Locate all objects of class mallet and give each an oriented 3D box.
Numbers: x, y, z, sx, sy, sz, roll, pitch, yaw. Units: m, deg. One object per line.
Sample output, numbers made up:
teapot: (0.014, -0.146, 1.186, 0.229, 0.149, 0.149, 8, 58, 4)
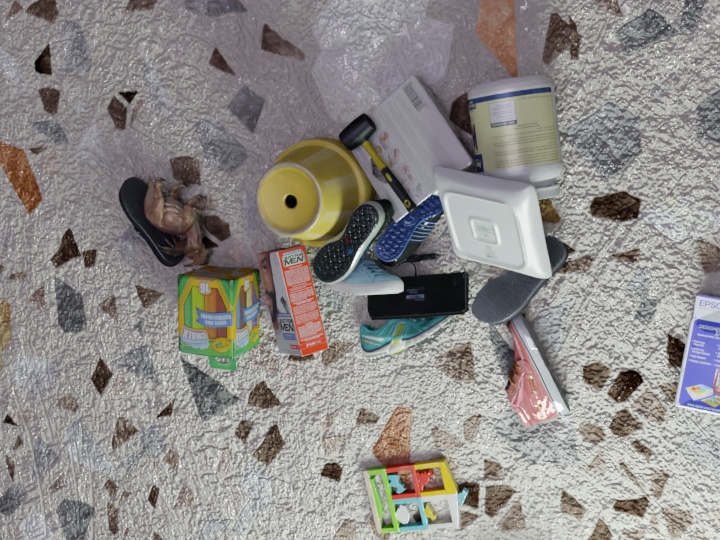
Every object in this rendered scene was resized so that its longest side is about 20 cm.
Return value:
mallet: (0.044, -0.191, 1.576, 0.066, 0.041, 0.200, -46, 73, 16)

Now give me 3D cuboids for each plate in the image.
plate: (0.215, -0.074, 1.506, 0.199, 0.032, 0.201, 16, 140, 37)

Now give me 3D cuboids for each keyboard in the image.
keyboard: (0.104, 0.025, 1.646, 0.199, 0.021, 0.128, -4, 78, 25)

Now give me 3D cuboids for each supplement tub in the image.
supplement tub: (0.261, -0.218, 1.503, 0.144, 0.145, 0.201, -6, 97, 20)

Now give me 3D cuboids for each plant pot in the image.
plant pot: (-0.094, -0.135, 1.620, 0.199, 0.189, 0.202, 4, 101, 19)

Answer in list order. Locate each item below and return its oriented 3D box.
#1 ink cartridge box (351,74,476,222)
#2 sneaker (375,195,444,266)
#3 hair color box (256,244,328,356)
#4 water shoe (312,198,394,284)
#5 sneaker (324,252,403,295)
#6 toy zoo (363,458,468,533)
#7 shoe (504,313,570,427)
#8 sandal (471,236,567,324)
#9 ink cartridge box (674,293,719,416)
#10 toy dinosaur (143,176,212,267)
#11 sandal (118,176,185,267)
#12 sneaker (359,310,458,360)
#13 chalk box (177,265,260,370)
ink cartridge box: (0.087, -0.214, 1.596, 0.176, 0.045, 0.201, -38, 72, 22)
sneaker: (0.100, -0.091, 1.628, 0.070, 0.078, 0.200, 42, 88, 12)
hair color box: (-0.131, 0.057, 1.704, 0.111, 0.064, 0.201, -4, 99, 62)
water shoe: (-0.007, -0.048, 1.600, 0.072, 0.079, 0.200, 51, 126, 11)
sneaker: (0.000, 0.000, 1.640, 0.199, 0.074, 0.083, 6, 98, 46)
toy zoo: (0.113, 0.436, 1.733, 0.199, 0.020, 0.132, -12, 95, 20)
shoe: (0.291, 0.181, 1.599, 0.091, 0.071, 0.201, -26, 95, 16)
sandal: (0.286, 0.026, 1.580, 0.200, 0.043, 0.076, -40, 64, 11)
ink cartridge box: (0.640, 0.150, 1.488, 0.196, 0.047, 0.201, 11, 101, 19)
toy dinosaur: (-0.377, -0.101, 1.777, 0.200, 0.086, 0.136, 37, 108, 10)
sandal: (-0.430, -0.093, 1.811, 0.043, 0.076, 0.201, -31, 87, 48)
sneaker: (0.084, 0.106, 1.662, 0.199, 0.077, 0.080, -21, 83, 21)
chalk box: (-0.276, 0.100, 1.758, 0.124, 0.124, 0.201, 4, 100, 19)
